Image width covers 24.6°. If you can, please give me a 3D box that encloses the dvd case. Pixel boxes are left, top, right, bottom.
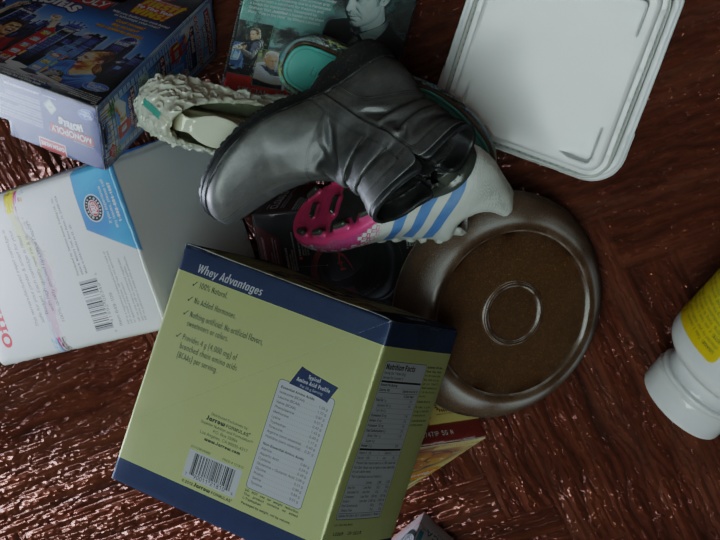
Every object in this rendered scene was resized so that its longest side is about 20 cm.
[{"bbox_3d":[-0.036,-0.191,1.388,0.146,0.022,0.200,9,118,-11],"label":"dvd case"}]

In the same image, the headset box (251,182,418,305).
[{"bbox_3d":[0.000,0.000,1.456,0.200,0.075,0.149,-5,111,17],"label":"headset box"}]

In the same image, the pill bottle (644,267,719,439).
[{"bbox_3d":[0.329,0.045,1.367,0.111,0.111,0.200,38,116,-3],"label":"pill bottle"}]

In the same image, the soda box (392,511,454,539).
[{"bbox_3d":[0.011,0.322,1.596,0.064,0.068,0.200,44,118,-6],"label":"soda box"}]

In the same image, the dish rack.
[{"bbox_3d":[0.158,-0.177,1.356,0.171,0.044,0.200,21,116,7],"label":"dish rack"}]

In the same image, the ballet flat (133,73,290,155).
[{"bbox_3d":[-0.089,-0.110,1.344,0.200,0.072,0.072,7,122,-32],"label":"ballet flat"}]

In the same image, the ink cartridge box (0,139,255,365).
[{"bbox_3d":[-0.222,-0.021,1.434,0.200,0.146,0.147,-13,100,34],"label":"ink cartridge box"}]

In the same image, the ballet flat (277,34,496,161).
[{"bbox_3d":[0.024,-0.137,1.365,0.200,0.074,0.074,32,117,-9],"label":"ballet flat"}]

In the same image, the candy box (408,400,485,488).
[{"bbox_3d":[0.005,0.171,1.473,0.200,0.115,0.055,-42,61,44],"label":"candy box"}]

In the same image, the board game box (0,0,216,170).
[{"bbox_3d":[-0.225,-0.180,1.394,0.200,0.200,0.062,21,131,29],"label":"board game box"}]

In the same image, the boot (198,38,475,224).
[{"bbox_3d":[-0.021,-0.079,1.266,0.200,0.070,0.132,-41,59,2],"label":"boot"}]

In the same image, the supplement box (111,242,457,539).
[{"bbox_3d":[-0.059,0.107,1.330,0.200,0.134,0.200,20,93,25],"label":"supplement box"}]

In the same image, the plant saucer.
[{"bbox_3d":[0.124,0.033,1.400,0.200,0.032,0.201,-6,106,-22],"label":"plant saucer"}]

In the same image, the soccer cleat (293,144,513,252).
[{"bbox_3d":[0.035,-0.044,1.345,0.200,0.070,0.086,-17,137,38],"label":"soccer cleat"}]
